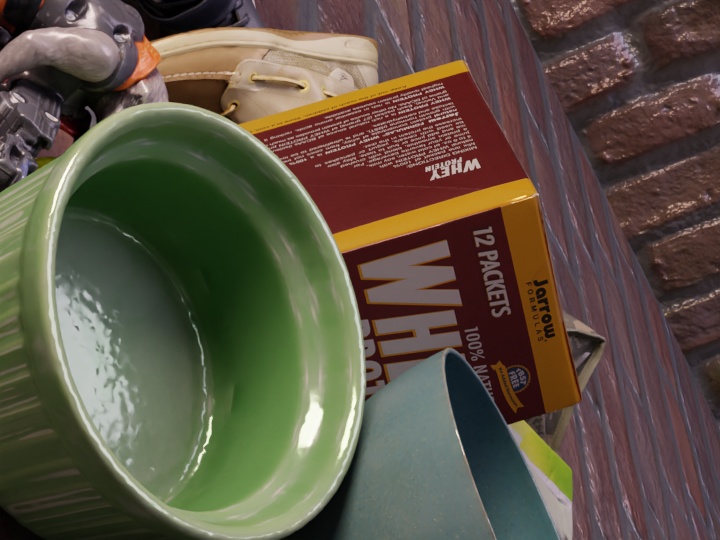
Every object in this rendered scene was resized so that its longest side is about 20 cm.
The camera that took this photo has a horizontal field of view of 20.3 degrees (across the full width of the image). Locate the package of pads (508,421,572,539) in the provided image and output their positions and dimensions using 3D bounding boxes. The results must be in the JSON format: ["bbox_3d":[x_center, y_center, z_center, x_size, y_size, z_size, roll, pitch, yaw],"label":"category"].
[{"bbox_3d":[0.034,0.131,1.287,0.200,0.153,0.069,46,38,-52],"label":"package of pads"}]

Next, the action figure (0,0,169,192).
[{"bbox_3d":[-0.166,-0.125,1.009,0.193,0.104,0.200,43,16,-28],"label":"action figure"}]

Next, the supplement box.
[{"bbox_3d":[0.000,0.000,1.153,0.200,0.196,0.134,-110,-175,-62],"label":"supplement box"}]

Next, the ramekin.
[{"bbox_3d":[-0.098,0.034,0.917,0.199,0.097,0.202,23,58,-43],"label":"ramekin"}]

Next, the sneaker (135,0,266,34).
[{"bbox_3d":[-0.097,-0.152,1.351,0.204,0.076,0.146,66,6,14],"label":"sneaker"}]

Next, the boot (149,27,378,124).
[{"bbox_3d":[-0.065,-0.071,1.279,0.199,0.073,0.157,-3,84,-38],"label":"boot"}]

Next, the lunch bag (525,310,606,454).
[{"bbox_3d":[0.040,0.044,1.391,0.199,0.118,0.164,19,8,-40],"label":"lunch bag"}]

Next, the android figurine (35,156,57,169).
[{"bbox_3d":[-0.134,0.027,1.040,0.200,0.041,0.184,33,38,-67],"label":"android figurine"}]

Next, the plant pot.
[{"bbox_3d":[0.024,0.157,1.003,0.200,0.134,0.202,-24,90,-81],"label":"plant pot"}]
